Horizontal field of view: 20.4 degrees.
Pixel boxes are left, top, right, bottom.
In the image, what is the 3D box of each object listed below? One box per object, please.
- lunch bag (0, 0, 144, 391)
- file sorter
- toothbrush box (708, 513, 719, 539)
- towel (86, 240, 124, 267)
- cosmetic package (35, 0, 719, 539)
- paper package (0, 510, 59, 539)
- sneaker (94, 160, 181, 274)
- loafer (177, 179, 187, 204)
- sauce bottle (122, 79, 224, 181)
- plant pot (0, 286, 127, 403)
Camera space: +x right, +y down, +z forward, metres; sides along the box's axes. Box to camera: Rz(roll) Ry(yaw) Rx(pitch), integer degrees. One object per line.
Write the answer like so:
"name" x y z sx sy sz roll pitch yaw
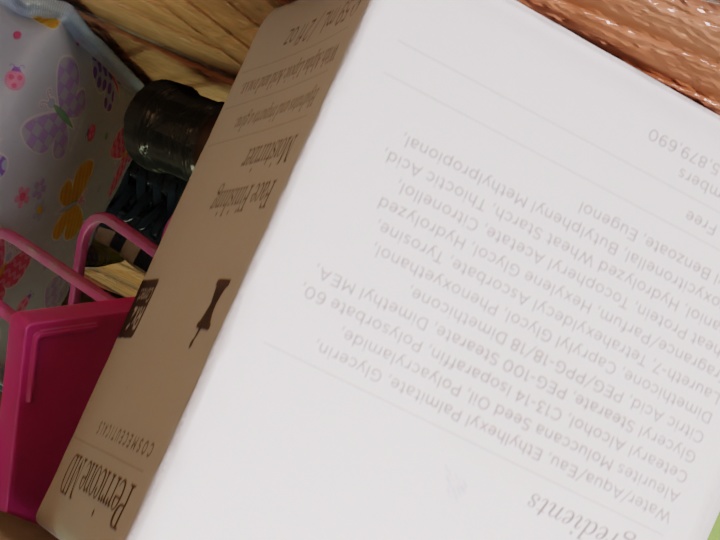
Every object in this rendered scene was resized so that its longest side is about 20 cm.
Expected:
"lunch bag" -0.186 -0.039 0.958 0.126 0.171 0.200 23 173 18
"file sorter" -0.095 0.053 0.857 0.199 0.140 0.125 -7 -154 -40
"toothbrush box" 0.083 0.118 0.786 0.199 0.146 0.086 22 152 23
"towel" -0.223 -0.048 1.164 0.143 0.023 0.200 35 -175 16
"cosmetic package" 0.018 0.032 0.644 0.164 0.201 0.165 27 172 -14
"paper package" -0.070 0.167 0.697 0.199 0.104 0.190 17 171 42
"sneaker" -0.140 -0.046 1.120 0.199 0.076 0.084 20 175 40
"loafer" 0.000 0.000 1.005 0.199 0.073 0.072 29 167 -36
"sauce bottle" -0.021 -0.036 0.837 0.199 0.065 0.065 22 172 40
"plant pot" -0.174 0.086 1.148 0.172 0.202 0.200 2 160 36
